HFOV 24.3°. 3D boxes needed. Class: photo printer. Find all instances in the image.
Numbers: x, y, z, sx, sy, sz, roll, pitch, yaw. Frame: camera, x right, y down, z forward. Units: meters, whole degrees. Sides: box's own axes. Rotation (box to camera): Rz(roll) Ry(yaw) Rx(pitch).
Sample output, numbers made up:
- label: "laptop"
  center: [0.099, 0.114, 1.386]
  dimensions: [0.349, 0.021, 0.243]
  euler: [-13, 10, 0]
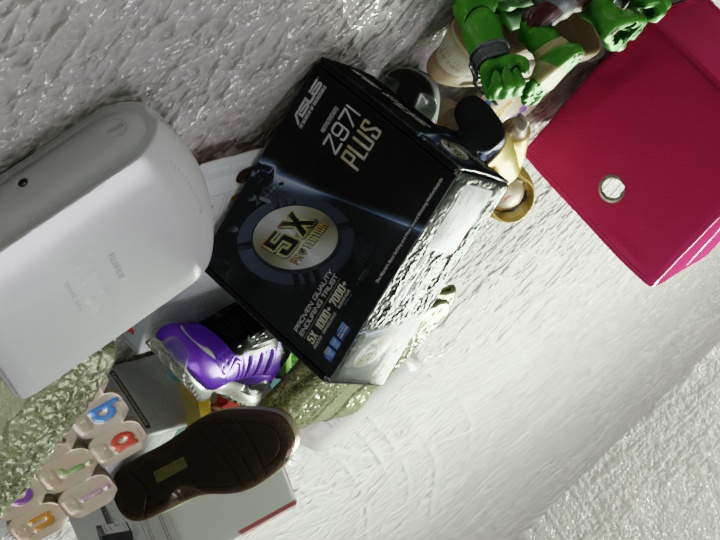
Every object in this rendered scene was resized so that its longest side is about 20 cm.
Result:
- label: "photo printer"
  center: [-0.197, -0.018, 1.183]
  dimensions: [0.199, 0.069, 0.167]
  euler: [-35, 146, -13]

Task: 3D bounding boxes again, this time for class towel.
- label: "towel"
  center: [-0.292, 0.115, 1.308]
  dimensions: [0.148, 0.037, 0.200]
  euler: [21, 116, -41]
- label: "towel"
  center: [-0.007, 0.085, 1.520]
  dimensions: [0.148, 0.037, 0.200]
  euler: [-14, 155, -48]

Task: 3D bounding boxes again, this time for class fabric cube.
- label: "fabric cube"
  center: [0.325, -0.135, 1.701]
  dimensions: [0.200, 0.196, 0.200]
  euler: [-49, 167, 29]

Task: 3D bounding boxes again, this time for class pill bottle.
- label: "pill bottle"
  center: [-0.045, 0.123, 1.751]
  dimensions: [0.200, 0.115, 0.114]
  euler: [-42, 161, 6]

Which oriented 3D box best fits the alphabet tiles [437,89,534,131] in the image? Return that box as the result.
- label: "alphabet tiles"
  center: [0.085, -0.113, 1.600]
  dimensions: [0.196, 0.015, 0.200]
  euler: [-45, 160, 15]

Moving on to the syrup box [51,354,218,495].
- label: "syrup box"
  center: [-0.207, 0.136, 1.532]
  dimensions: [0.199, 0.082, 0.079]
  euler: [-11, 148, -52]

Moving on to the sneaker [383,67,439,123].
- label: "sneaker"
  center: [0.019, -0.078, 1.445]
  dimensions: [0.201, 0.074, 0.088]
  euler: [-60, 169, 12]

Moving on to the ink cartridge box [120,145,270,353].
- label: "ink cartridge box"
  center: [-0.116, -0.035, 1.400]
  dimensions: [0.161, 0.050, 0.201]
  euler: [-19, 140, -44]

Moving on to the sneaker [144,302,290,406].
- label: "sneaker"
  center: [-0.107, 0.054, 1.409]
  dimensions: [0.100, 0.070, 0.200]
  euler: [-48, 164, 5]

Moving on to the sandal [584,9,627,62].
- label: "sandal"
  center: [0.241, -0.248, 1.542]
  dimensions: [0.081, 0.055, 0.201]
  euler: [-31, 159, -23]

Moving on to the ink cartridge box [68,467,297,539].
- label: "ink cartridge box"
  center: [-0.181, 0.232, 1.665]
  dimensions: [0.144, 0.085, 0.199]
  euler: [-24, -175, -38]

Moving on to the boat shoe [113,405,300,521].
- label: "boat shoe"
  center: [-0.126, 0.161, 1.466]
  dimensions: [0.199, 0.072, 0.076]
  euler: [-20, 175, 30]

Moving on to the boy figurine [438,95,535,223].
- label: "boy figurine"
  center: [0.113, -0.092, 1.559]
  dimensions: [0.124, 0.065, 0.200]
  euler: [-43, 157, 1]

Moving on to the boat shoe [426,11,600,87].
- label: "boat shoe"
  center: [0.132, -0.196, 1.450]
  dimensions: [0.199, 0.072, 0.064]
  euler: [-9, 155, -46]

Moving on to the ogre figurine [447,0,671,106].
- label: "ogre figurine"
  center: [0.151, -0.217, 1.347]
  dimensions: [0.199, 0.120, 0.098]
  euler: [-34, 165, -10]

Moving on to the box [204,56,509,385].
- label: "box"
  center: [-0.008, -0.037, 1.323]
  dimensions: [0.086, 0.164, 0.201]
  euler: [8, 118, -57]

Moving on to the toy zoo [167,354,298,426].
- label: "toy zoo"
  center: [-0.110, 0.080, 1.550]
  dimensions: [0.199, 0.020, 0.133]
  euler: [-12, 104, -54]

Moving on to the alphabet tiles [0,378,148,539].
- label: "alphabet tiles"
  center: [-0.282, 0.151, 1.382]
  dimensions: [0.194, 0.015, 0.201]
  euler: [-28, 134, -2]
